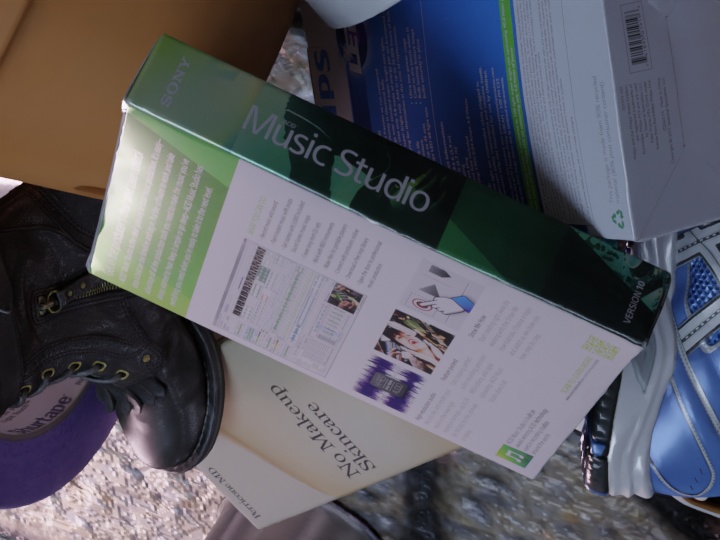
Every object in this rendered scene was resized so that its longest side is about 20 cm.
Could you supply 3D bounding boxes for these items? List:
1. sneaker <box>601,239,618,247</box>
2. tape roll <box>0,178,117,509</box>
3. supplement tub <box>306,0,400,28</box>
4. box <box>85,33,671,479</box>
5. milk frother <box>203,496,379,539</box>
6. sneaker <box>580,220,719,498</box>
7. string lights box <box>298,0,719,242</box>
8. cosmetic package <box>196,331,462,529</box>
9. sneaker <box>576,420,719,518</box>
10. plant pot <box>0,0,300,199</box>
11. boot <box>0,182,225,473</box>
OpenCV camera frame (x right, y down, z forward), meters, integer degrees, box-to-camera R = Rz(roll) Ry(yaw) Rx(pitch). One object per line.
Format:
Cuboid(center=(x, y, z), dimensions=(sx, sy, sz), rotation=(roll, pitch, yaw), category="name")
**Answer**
Cuboid(center=(0.184, 0.032, 0.933), dimensions=(0.199, 0.080, 0.078), rotation=(32, 139, 5), category="sneaker")
Cuboid(center=(-0.184, 0.006, 1.061), dimensions=(0.084, 0.200, 0.201), rotation=(6, 132, 27), category="tape roll")
Cuboid(center=(-0.027, -0.201, 0.803), dimensions=(0.144, 0.145, 0.200), rotation=(-24, 113, 45), category="supplement tub")
Cuboid(center=(0.000, 0.000, 0.841), dimensions=(0.199, 0.037, 0.145), rotation=(24, 153, -2), category="box")
Cuboid(center=(-0.042, 0.257, 1.212), dimensions=(0.179, 0.189, 0.201), rotation=(21, 138, 16), category="milk frother")
Cuboid(center=(0.138, -0.008, 0.888), dimensions=(0.076, 0.076, 0.202), rotation=(10, 97, 2), category="sneaker")
Cuboid(center=(0.054, -0.070, 0.862), dimensions=(0.199, 0.059, 0.104), rotation=(7, 108, 58), category="string lights box")
Cuboid(center=(-0.006, 0.041, 1.074), dimensions=(0.104, 0.073, 0.199), rotation=(47, 137, -14), category="cosmetic package")
Cuboid(center=(0.122, 0.046, 0.966), dimensions=(0.199, 0.073, 0.085), rotation=(33, -179, -16), category="sneaker")
Cuboid(center=(-0.108, -0.115, 0.920), dimensions=(0.139, 0.201, 0.200), rotation=(24, 141, -15), category="plant pot")
Cuboid(center=(-0.147, 0.040, 0.997), dimensions=(0.069, 0.174, 0.201), rotation=(8, 124, 35), category="boot")
